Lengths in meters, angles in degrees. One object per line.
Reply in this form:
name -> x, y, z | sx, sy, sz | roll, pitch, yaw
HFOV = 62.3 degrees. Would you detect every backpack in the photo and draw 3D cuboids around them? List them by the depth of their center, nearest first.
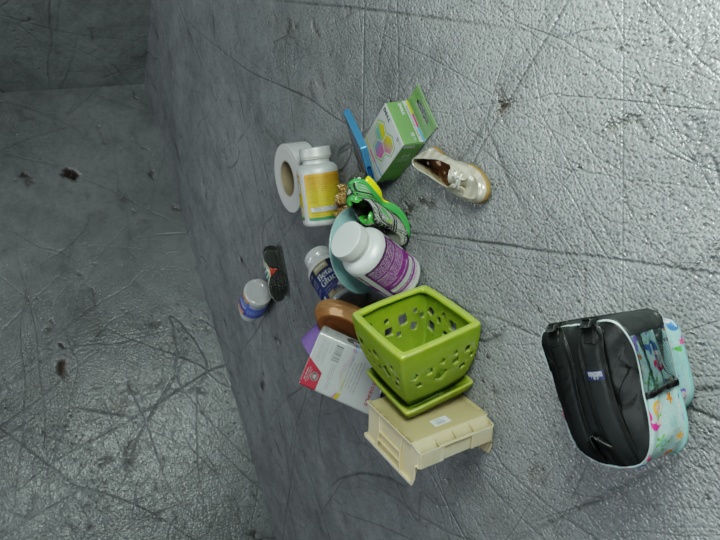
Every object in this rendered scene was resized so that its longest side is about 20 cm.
backpack -> 0.354, 0.160, 0.814 | 0.177, 0.149, 0.202 | 153, 109, -65

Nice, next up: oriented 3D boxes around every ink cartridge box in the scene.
ink cartridge box -> 0.076, -0.284, 1.254 | 0.200, 0.059, 0.105 | -47, 60, 59
ink cartridge box -> -0.036, 0.250, 1.502 | 0.086, 0.198, 0.149 | -79, 13, -83

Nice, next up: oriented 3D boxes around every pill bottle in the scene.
pill bottle -> 0.032, -0.024, 1.284 | 0.112, 0.199, 0.113 | -24, 50, 32
pill bottle -> -0.111, -0.225, 1.583 | 0.112, 0.112, 0.202 | 15, 115, 60
pill bottle -> -0.077, 0.026, 1.628 | 0.200, 0.110, 0.112 | 54, 145, 37
pill bottle -> -0.417, 0.124, 2.328 | 0.113, 0.111, 0.200 | 66, 150, 20

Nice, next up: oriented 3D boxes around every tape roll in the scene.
tape roll -> -0.075, 0.240, 1.648 | 0.200, 0.066, 0.200 | 47, -179, -1
tape roll -> -0.185, -0.275, 1.751 | 0.202, 0.070, 0.205 | 35, 131, 54

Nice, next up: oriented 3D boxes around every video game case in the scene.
video game case -> 0.008, -0.240, 1.334 | 0.201, 0.018, 0.144 | 72, 178, -50

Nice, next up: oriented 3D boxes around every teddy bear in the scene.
teddy bear -> -0.017, -0.135, 1.440 | 0.145, 0.066, 0.200 | 51, -159, -15

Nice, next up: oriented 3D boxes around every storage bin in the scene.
storage bin -> 0.142, 0.331, 1.246 | 0.198, 0.198, 0.095 | 33, 127, 54

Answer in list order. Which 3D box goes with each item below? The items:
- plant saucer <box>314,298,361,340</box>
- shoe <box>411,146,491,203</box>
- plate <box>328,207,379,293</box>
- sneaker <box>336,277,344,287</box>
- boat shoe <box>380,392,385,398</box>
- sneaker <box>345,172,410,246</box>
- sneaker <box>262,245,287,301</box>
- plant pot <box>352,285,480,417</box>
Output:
plant saucer -> -0.033, 0.149, 1.544 | 0.198, 0.038, 0.201 | 19, 148, 12
shoe -> 0.169, -0.178, 1.128 | 0.200, 0.053, 0.071 | 45, 139, 47
plate -> 0.006, -0.048, 1.359 | 0.025, 0.199, 0.203 | -4, 99, 43
sneaker -> 0.000, 0.000, 1.442 | 0.200, 0.069, 0.083 | -5, -80, -75
boat shoe -> 0.101, 0.267, 1.443 | 0.200, 0.075, 0.061 | -47, 60, 45
sneaker -> 0.033, -0.116, 1.301 | 0.078, 0.200, 0.086 | -19, 40, 42
sneaker -> -0.305, 0.008, 2.130 | 0.093, 0.070, 0.202 | -157, 55, -79
plant pot -> 0.117, 0.172, 1.238 | 0.199, 0.198, 0.183 | 37, 140, 52
